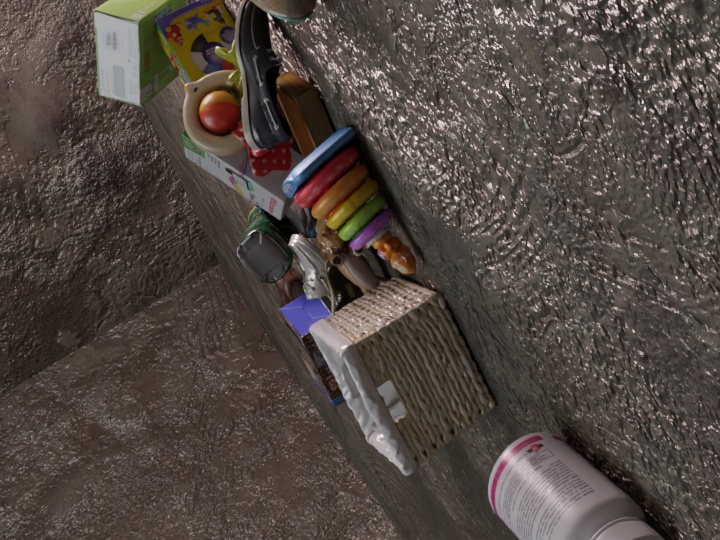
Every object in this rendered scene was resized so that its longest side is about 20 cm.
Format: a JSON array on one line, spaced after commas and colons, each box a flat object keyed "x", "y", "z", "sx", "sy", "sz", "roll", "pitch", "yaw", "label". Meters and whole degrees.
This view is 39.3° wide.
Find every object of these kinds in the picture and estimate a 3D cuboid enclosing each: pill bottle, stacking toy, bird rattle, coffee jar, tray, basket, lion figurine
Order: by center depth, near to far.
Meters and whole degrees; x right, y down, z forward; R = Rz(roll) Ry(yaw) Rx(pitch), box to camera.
[{"x": 0.227, "y": 0.264, "z": 1.053, "sx": 0.200, "sy": 0.112, "sz": 0.115, "roll": 40, "pitch": 158, "yaw": 60, "label": "pill bottle"}, {"x": 0.001, "y": -0.071, "z": 1.298, "sx": 0.201, "sy": 0.110, "sz": 0.116, "roll": 49, "pitch": 167, "yaw": -2, "label": "stacking toy"}, {"x": 0.053, "y": 0.136, "z": 1.388, "sx": 0.201, "sy": 0.159, "sz": 0.200, "roll": 62, "pitch": 168, "yaw": -13, "label": "basket"}, {"x": -0.057, "y": -0.174, "z": 1.415, "sx": 0.099, "sy": 0.037, "sz": 0.202, "roll": 43, "pitch": 159, "yaw": 57, "label": "tray"}, {"x": -0.182, "y": -0.231, "z": 1.498, "sx": 0.113, "sy": 0.160, "sz": 0.204, "roll": 33, "pitch": -136, "yaw": -81, "label": "bird rattle"}, {"x": 0.000, "y": 0.000, "z": 1.519, "sx": 0.202, "sy": 0.072, "sz": 0.122, "roll": 58, "pitch": 177, "yaw": -13, "label": "lion figurine"}, {"x": -0.169, "y": -0.064, "z": 1.897, "sx": 0.104, "sy": 0.085, "sz": 0.201, "roll": 46, "pitch": -161, "yaw": -17, "label": "coffee jar"}]

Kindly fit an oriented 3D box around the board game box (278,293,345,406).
[{"x": -0.082, "y": 0.171, "z": 2.257, "sx": 0.159, "sy": 0.096, "sz": 0.202, "roll": 41, "pitch": 158, "yaw": 59, "label": "board game box"}]

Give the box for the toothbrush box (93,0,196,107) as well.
[{"x": -0.349, "y": -0.383, "z": 1.658, "sx": 0.085, "sy": 0.201, "sz": 0.148, "roll": 16, "pitch": 128, "yaw": 13, "label": "toothbrush box"}]

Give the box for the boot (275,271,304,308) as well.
[{"x": -0.139, "y": 0.085, "z": 2.413, "sx": 0.188, "sy": 0.064, "sz": 0.199, "roll": 62, "pitch": 165, "yaw": -23, "label": "boot"}]

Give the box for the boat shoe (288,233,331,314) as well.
[{"x": -0.072, "y": 0.026, "z": 1.819, "sx": 0.201, "sy": 0.069, "sz": 0.071, "roll": 51, "pitch": 165, "yaw": -13, "label": "boat shoe"}]

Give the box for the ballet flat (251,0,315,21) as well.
[{"x": -0.113, "y": -0.350, "z": 1.137, "sx": 0.200, "sy": 0.067, "sz": 0.068, "roll": 49, "pitch": 158, "yaw": 39, "label": "ballet flat"}]

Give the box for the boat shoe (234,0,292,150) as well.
[{"x": -0.124, "y": -0.265, "z": 1.348, "sx": 0.072, "sy": 0.062, "sz": 0.205, "roll": -1, "pitch": -93, "yaw": -66, "label": "boat shoe"}]

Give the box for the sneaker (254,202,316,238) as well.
[{"x": -0.145, "y": -0.116, "z": 1.839, "sx": 0.200, "sy": 0.081, "sz": 0.074, "roll": 49, "pitch": 163, "yaw": 38, "label": "sneaker"}]

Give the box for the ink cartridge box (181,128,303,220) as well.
[{"x": -0.186, "y": -0.181, "z": 1.649, "sx": 0.198, "sy": 0.085, "sz": 0.145, "roll": 33, "pitch": 169, "yaw": -2, "label": "ink cartridge box"}]

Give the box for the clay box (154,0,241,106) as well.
[{"x": -0.224, "y": -0.320, "z": 1.573, "sx": 0.202, "sy": 0.114, "sz": 0.048, "roll": 57, "pitch": 160, "yaw": 7, "label": "clay box"}]

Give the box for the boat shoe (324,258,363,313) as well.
[{"x": -0.025, "y": 0.025, "z": 1.737, "sx": 0.202, "sy": 0.070, "sz": 0.077, "roll": 83, "pitch": 170, "yaw": -47, "label": "boat shoe"}]
